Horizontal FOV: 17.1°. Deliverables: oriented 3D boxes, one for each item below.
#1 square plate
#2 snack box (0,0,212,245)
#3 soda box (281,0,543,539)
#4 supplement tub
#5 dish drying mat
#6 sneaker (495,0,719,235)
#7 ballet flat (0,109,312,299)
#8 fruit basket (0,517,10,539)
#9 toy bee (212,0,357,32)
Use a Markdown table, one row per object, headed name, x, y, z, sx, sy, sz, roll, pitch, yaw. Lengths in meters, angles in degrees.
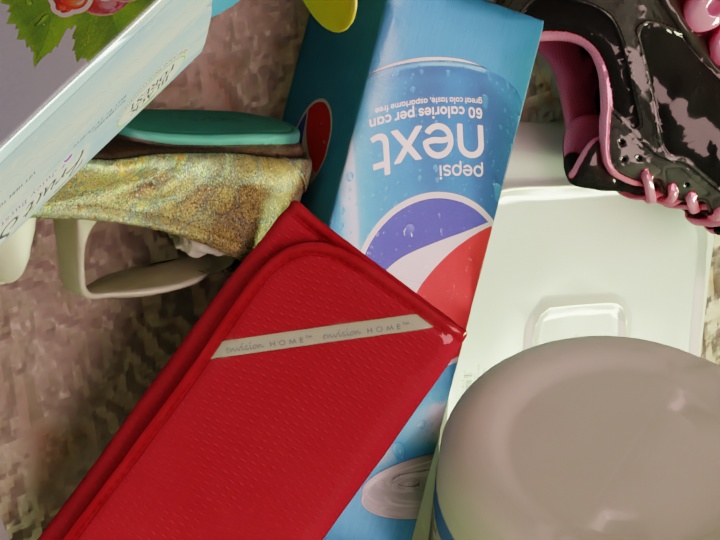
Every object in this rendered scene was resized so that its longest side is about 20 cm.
| name | x | y | z | sx | sy | sz | roll | pitch | yaw |
| --- | --- | --- | --- | --- | --- | --- | --- | --- | --- |
| square plate | 0.077 | 0.040 | 0.959 | 0.197 | 0.028 | 0.202 | -4 | 101 | -43 |
| snack box | -0.162 | -0.080 | 0.607 | 0.169 | 0.200 | 0.068 | -45 | 169 | -25 |
| soda box | 0.000 | 0.000 | 0.842 | 0.064 | 0.068 | 0.202 | 14 | 89 | -25 |
| supplement tub | 0.085 | 0.136 | 0.874 | 0.132 | 0.132 | 0.201 | -31 | 140 | -34 |
| dish drying mat | -0.052 | 0.079 | 0.788 | 0.077 | 0.018 | 0.201 | 36 | 93 | -1 |
| sneaker | 0.123 | -0.051 | 0.937 | 0.095 | 0.079 | 0.200 | -42 | 102 | -19 |
| ballet flat | -0.097 | -0.025 | 0.760 | 0.199 | 0.070 | 0.071 | 5 | 96 | -45 |
| fruit basket | -0.181 | 0.078 | 0.684 | 0.185 | 0.093 | 0.201 | -45 | 133 | -33 |
| toy bee | -0.046 | -0.126 | 0.741 | 0.131 | 0.109 | 0.200 | 44 | 39 | 1 |
